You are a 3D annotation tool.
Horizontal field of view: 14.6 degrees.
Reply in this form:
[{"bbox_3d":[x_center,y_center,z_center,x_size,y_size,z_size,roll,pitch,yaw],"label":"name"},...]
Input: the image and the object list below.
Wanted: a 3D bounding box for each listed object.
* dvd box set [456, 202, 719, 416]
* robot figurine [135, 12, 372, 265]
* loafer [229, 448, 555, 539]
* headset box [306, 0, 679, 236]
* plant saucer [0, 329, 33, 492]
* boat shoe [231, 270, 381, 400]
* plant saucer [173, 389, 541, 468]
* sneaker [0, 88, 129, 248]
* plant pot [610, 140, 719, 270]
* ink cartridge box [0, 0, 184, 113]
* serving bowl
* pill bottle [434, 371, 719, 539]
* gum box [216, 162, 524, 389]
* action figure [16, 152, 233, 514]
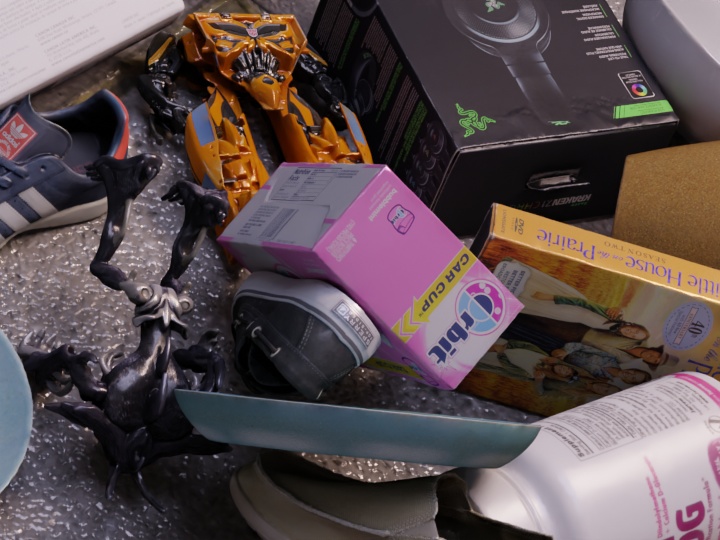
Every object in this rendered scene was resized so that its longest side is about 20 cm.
[{"bbox_3d":[0.148,0.041,1.678,0.199,0.147,0.030,17,49,-9],"label":"dvd box set"},{"bbox_3d":[-0.059,-0.091,1.775,0.144,0.058,0.201,-2,51,-25],"label":"robot figurine"},{"bbox_3d":[0.025,0.136,1.502,0.199,0.069,0.076,24,15,15],"label":"loafer"},{"bbox_3d":[0.087,-0.120,1.839,0.173,0.093,0.201,-7,53,-27],"label":"headset box"},{"bbox_3d":[-0.281,0.077,1.542,0.199,0.039,0.202,11,47,-12],"label":"plant saucer"},{"bbox_3d":[-0.045,0.042,1.591,0.069,0.200,0.057,46,77,-9],"label":"boat shoe"},{"bbox_3d":[-0.002,0.086,1.505,0.199,0.200,0.028,6,88,-18],"label":"plant saucer"},{"bbox_3d":[-0.218,-0.056,1.658,0.199,0.085,0.075,-28,64,-39],"label":"sneaker"},{"bbox_3d":[0.256,-0.008,1.767,0.198,0.187,0.187,9,45,5],"label":"plant pot"},{"bbox_3d":[-0.226,-0.211,1.750,0.162,0.050,0.201,-30,90,-28],"label":"ink cartridge box"},{"bbox_3d":[0.247,-0.117,1.893,0.200,0.066,0.200,37,18,-14],"label":"serving bowl"},{"bbox_3d":[0.130,0.137,1.605,0.199,0.114,0.114,-17,57,-33],"label":"pill bottle"},{"bbox_3d":[0.000,0.000,1.610,0.113,0.200,0.066,45,79,-16],"label":"gum box"},{"bbox_3d":[-0.127,0.042,1.600,0.118,0.102,0.202,15,71,-21],"label":"action figure"}]
